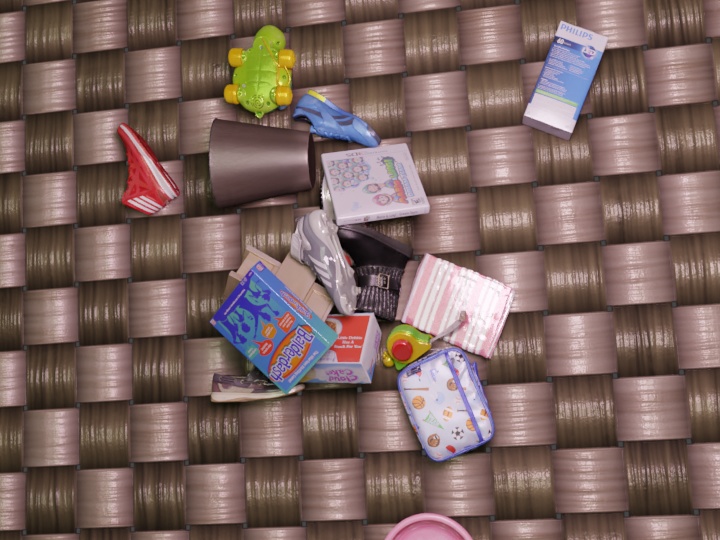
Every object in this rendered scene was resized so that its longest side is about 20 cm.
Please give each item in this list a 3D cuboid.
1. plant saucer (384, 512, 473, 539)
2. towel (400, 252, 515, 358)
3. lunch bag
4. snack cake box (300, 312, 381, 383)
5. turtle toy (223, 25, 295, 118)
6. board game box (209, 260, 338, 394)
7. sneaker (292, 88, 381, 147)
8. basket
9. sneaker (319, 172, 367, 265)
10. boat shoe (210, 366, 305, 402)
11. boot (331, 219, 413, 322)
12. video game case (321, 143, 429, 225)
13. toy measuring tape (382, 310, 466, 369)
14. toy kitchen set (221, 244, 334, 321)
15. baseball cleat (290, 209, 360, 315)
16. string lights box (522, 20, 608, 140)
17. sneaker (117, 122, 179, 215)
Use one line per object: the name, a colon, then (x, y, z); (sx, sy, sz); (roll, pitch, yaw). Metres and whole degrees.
plant saucer: (0.131, 0.562, 1.528); (0.195, 0.051, 0.206); (-1, 82, 8)
towel: (0.190, 0.069, 1.592); (0.196, 0.030, 0.149); (22, 87, 13)
lunch bag: (0.165, 0.248, 1.547); (0.157, 0.076, 0.204); (-23, 84, 6)
snack cake box: (-0.067, 0.149, 1.556); (0.196, 0.068, 0.117); (-2, 48, 22)
turtle toy: (-0.197, -0.411, 1.672); (0.142, 0.101, 0.205); (4, 83, 9)
board game box: (-0.159, 0.106, 1.474); (0.199, 0.045, 0.152); (42, 118, -1)
sneaker: (-0.050, -0.290, 1.649); (0.198, 0.066, 0.079); (32, 81, 16)
basket: (-0.194, -0.220, 1.636); (0.195, 0.136, 0.185); (-2, 90, 5)
sneaker: (-0.034, -0.105, 1.634); (0.091, 0.070, 0.205); (-3, 83, -7)
boat shoe: (-0.208, 0.224, 1.613); (0.195, 0.072, 0.066); (-8, 86, 14)
boot: (0.002, 0.000, 1.565); (0.208, 0.079, 0.161); (22, 84, -23)
video game case: (0.025, -0.171, 1.571); (0.178, 0.024, 0.202); (-8, 46, -7)
toy measuring tape: (0.111, 0.120, 1.557); (0.199, 0.073, 0.074); (-39, 78, 25)
toy kitchen set: (-0.148, 0.041, 1.598); (0.197, 0.181, 0.165); (29, 54, 1)
baseball cleat: (-0.069, -0.009, 1.511); (0.105, 0.069, 0.205); (-16, 89, 31)
string lights box: (0.403, -0.373, 1.593); (0.101, 0.059, 0.204); (22, 87, 10)
sneaker: (-0.480, -0.206, 1.706); (0.115, 0.078, 0.201); (-38, 78, 1)
